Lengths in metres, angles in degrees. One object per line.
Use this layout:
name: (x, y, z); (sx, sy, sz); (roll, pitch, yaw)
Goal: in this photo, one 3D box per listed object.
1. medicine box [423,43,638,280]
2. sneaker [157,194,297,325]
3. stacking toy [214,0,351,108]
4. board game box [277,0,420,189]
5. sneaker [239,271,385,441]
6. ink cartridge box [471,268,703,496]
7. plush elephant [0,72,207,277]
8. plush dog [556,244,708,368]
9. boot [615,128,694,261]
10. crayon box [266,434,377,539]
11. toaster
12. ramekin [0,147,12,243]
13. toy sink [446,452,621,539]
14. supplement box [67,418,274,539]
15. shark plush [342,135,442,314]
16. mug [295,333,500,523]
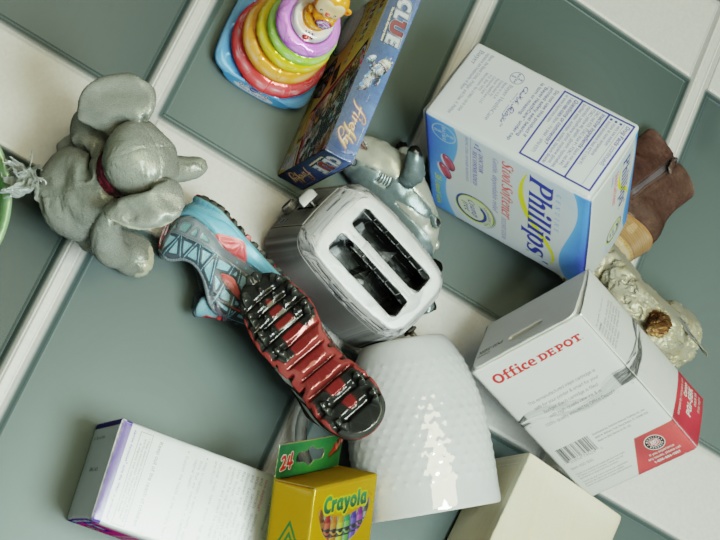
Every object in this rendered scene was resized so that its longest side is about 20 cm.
medicine box: (0.176, -0.108, 1.726); (0.199, 0.183, 0.103); (31, 68, 20)
sneaker: (-0.126, 0.023, 1.684); (0.095, 0.079, 0.200); (-43, 94, -8)
stacking toy: (-0.058, -0.245, 1.676); (0.115, 0.200, 0.111); (28, 72, -18)
board game box: (-0.011, -0.190, 1.723); (0.034, 0.135, 0.201); (28, 72, -17)
sneaker: (-0.050, 0.090, 1.622); (0.071, 0.098, 0.201); (-37, 73, -11)
ink cartridge box: (0.234, 0.117, 1.704); (0.200, 0.146, 0.083); (47, 35, -18)
plush elephant: (-0.221, -0.092, 1.568); (0.200, 0.154, 0.166); (8, 71, -62)
plush dog: (0.262, 0.088, 1.797); (0.200, 0.161, 0.172); (40, 107, -15)
boot: (0.279, -0.115, 1.886); (0.166, 0.072, 0.201); (-43, 100, -32)
crayon box: (-0.041, 0.263, 1.587); (0.127, 0.050, 0.202); (-2, 99, -61)
toaster: (0.000, 0.000, 1.694); (0.114, 0.129, 0.200); (-44, 98, -16)
ramekin: (-0.431, -0.065, 1.540); (0.198, 0.098, 0.202); (4, 80, -23)
toy sink: (0.159, 0.312, 1.731); (0.130, 0.112, 0.201); (34, 67, -15)
supplement box: (-0.167, 0.226, 1.608); (0.199, 0.101, 0.104); (22, 74, -19)
shark plush: (0.039, -0.054, 1.784); (0.083, 0.091, 0.201); (-21, 112, -6)
mug: (0.032, 0.163, 1.690); (0.198, 0.148, 0.177); (-9, 82, -2)
